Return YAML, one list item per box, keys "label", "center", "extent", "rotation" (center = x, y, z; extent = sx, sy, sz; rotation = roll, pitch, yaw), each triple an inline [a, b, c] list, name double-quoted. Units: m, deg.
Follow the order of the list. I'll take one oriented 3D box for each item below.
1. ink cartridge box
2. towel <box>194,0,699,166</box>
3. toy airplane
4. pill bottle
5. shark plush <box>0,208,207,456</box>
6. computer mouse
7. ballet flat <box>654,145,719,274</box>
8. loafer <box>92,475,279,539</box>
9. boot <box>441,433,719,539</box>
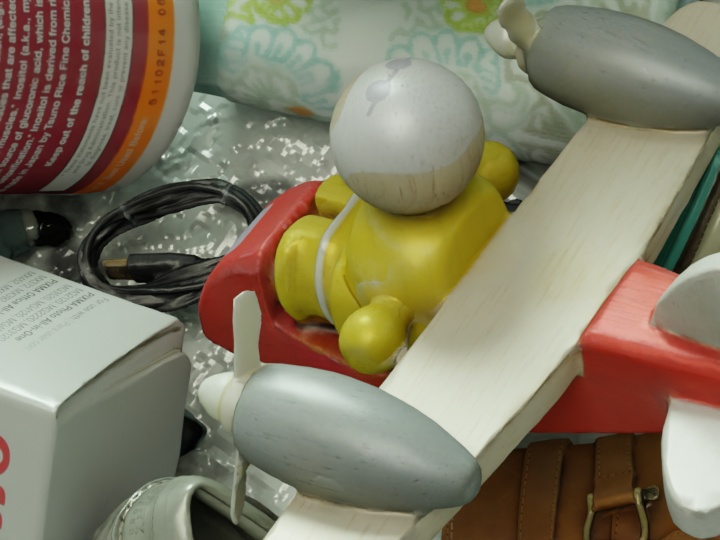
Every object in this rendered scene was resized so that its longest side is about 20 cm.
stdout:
- label: "ink cartridge box"
  center: [-0.167, 0.063, 0.897]
  extent: [0.199, 0.083, 0.146]
  rotation: [19, 114, 20]
- label: "towel"
  center: [0.041, -0.140, 0.959]
  extent: [0.170, 0.048, 0.201]
  rotation: [11, 76, 19]
- label: "toy airplane"
  center: [0.042, 0.001, 0.797]
  extent: [0.198, 0.142, 0.200]
  rotation: [-26, 27, 6]
- label: "pill bottle"
  center: [-0.161, -0.080, 0.903]
  extent: [0.113, 0.199, 0.114]
  rotation: [3, 94, 50]
- label: "shark plush"
  center: [-0.135, -0.006, 0.956]
  extent: [0.199, 0.091, 0.083]
  rotation: [27, 50, 27]
- label: "computer mouse"
  center: [0.000, 0.000, 0.932]
  extent: [0.199, 0.034, 0.059]
  rotation: [6, 94, 16]
- label: "ballet flat"
  center: [0.149, -0.072, 0.902]
  extent: [0.069, 0.069, 0.201]
  rotation: [13, 74, 19]
- label: "loafer"
  center: [-0.003, 0.143, 0.831]
  extent: [0.200, 0.070, 0.070]
  rotation: [45, 53, -6]
- label: "boot"
  center: [0.104, 0.063, 0.865]
  extent: [0.154, 0.074, 0.201]
  rotation: [4, 68, 23]
